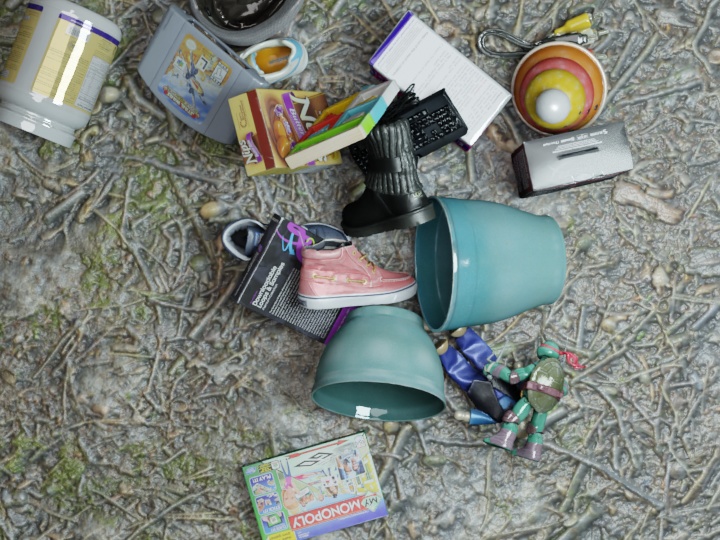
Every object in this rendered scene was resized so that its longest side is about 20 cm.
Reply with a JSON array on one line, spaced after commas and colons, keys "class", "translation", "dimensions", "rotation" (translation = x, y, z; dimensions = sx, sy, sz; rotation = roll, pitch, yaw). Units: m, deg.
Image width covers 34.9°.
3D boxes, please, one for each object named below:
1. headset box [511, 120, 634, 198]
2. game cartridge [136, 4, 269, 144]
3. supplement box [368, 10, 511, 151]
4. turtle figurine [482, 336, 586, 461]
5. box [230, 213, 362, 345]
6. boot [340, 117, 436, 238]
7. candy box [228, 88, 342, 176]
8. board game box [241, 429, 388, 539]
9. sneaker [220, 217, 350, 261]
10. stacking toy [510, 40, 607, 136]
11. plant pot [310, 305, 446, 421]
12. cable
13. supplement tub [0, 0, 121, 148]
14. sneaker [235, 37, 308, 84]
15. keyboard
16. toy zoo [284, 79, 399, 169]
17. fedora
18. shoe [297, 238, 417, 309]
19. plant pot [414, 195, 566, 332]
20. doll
[{"class": "headset box", "translation": [0.308, -0.161, 1.676], "dimensions": [0.148, 0.200, 0.075], "rotation": [-12, 90, 3]}, {"class": "game cartridge", "translation": [-0.243, -0.288, 1.724], "dimensions": [0.200, 0.042, 0.133], "rotation": [40, 111, 11]}, {"class": "supplement box", "translation": [0.119, -0.283, 1.731], "dimensions": [0.200, 0.101, 0.103], "rotation": [38, 91, 2]}, {"class": "turtle figurine", "translation": [0.254, 0.175, 1.701], "dimensions": [0.149, 0.101, 0.201], "rotation": [22, 78, -15]}, {"class": "box", "translation": [-0.080, 0.019, 1.719], "dimensions": [0.200, 0.036, 0.143], "rotation": [28, 91, -34]}, {"class": "boot", "translation": [0.023, -0.139, 1.684], "dimensions": [0.079, 0.211, 0.158], "rotation": [-28, 102, -34]}, {"class": "candy box", "translation": [-0.107, -0.204, 1.689], "dimensions": [0.056, 0.200, 0.117], "rotation": [-15, 90, 27]}, {"class": "board game box", "translation": [-0.070, 0.340, 1.773], "dimensions": [0.199, 0.029, 0.135], "rotation": [-17, 89, 2]}, {"class": "sneaker", "translation": [-0.116, -0.042, 1.734], "dimensions": [0.199, 0.109, 0.070], "rotation": [4, 90, 2]}, {"class": "stacking toy", "translation": [0.282, -0.248, 1.666], "dimensions": [0.146, 0.200, 0.147], "rotation": [5, 110, 13]}, {"class": "plant pot", "translation": [0.032, 0.133, 1.702], "dimensions": [0.199, 0.200, 0.135], "rotation": [5, 67, 2]}, {"class": "cable", "translation": [0.283, -0.340, 1.768], "dimensions": [0.199, 0.050, 0.098], "rotation": [-4, 107, 14]}, {"class": "supplement tub", "translation": [-0.460, -0.300, 1.727], "dimensions": [0.145, 0.145, 0.201], "rotation": [22, 91, 2]}, {"class": "sneaker", "translation": [-0.180, -0.305, 1.750], "dimensions": [0.199, 0.081, 0.077], "rotation": [-24, 90, 7]}, {"class": "keyboard", "translation": [0.056, -0.204, 1.703], "dimensions": [0.200, 0.040, 0.104], "rotation": [-25, 106, 37]}, {"class": "toy zoo", "translation": [-0.020, -0.220, 1.657], "dimensions": [0.131, 0.200, 0.021], "rotation": [-20, 113, 30]}, {"class": "fedora", "translation": [-0.163, -0.433, 1.744], "dimensions": [0.200, 0.090, 0.177], "rotation": [-36, 86, 13]}, {"class": "shoe", "translation": [0.000, 0.000, 1.695], "dimensions": [0.199, 0.071, 0.091], "rotation": [-6, 106, -29]}, {"class": "plant pot", "translation": [0.195, -0.011, 1.692], "dimensions": [0.187, 0.200, 0.201], "rotation": [-1, 90, -13]}, {"class": "doll", "translation": [0.193, 0.179, 1.754], "dimensions": [0.136, 0.048, 0.200], "rotation": [-43, 95, -8]}]
